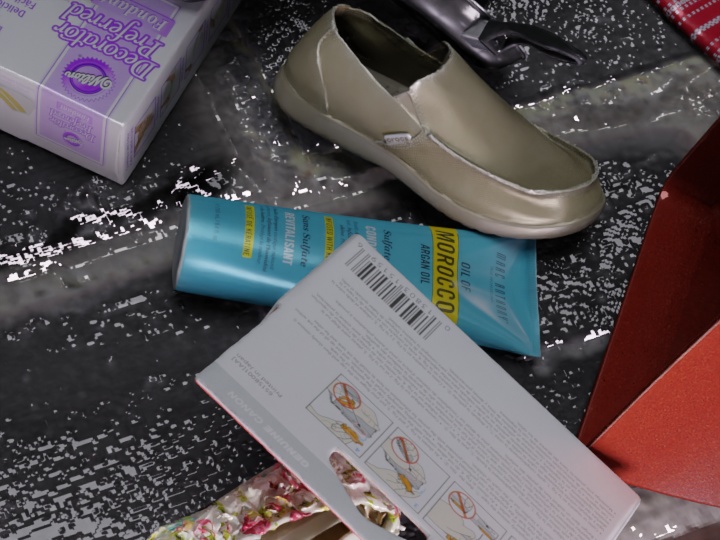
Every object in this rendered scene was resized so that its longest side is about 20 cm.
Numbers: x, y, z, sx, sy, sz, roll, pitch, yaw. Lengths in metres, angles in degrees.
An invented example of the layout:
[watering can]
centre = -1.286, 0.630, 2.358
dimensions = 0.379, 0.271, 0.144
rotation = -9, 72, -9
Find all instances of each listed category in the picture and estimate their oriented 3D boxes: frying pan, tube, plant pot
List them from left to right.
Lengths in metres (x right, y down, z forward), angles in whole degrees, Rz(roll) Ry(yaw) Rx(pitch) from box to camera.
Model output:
[tube]
centre = 0.000, 0.000, 1.153
dimensions = 0.198, 0.050, 0.078
rotation = 8, 62, -11
[frying pan]
centre = 0.070, -0.131, 1.203
dimensions = 0.190, 0.115, 0.031
rotation = 40, 92, 34
[plant pot]
centre = 0.246, 0.021, 1.098
dimensions = 0.175, 0.200, 0.201
rotation = 27, 56, -5

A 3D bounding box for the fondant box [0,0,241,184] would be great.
[fondant box]
centre = -0.151, -0.163, 1.222
dimensions = 0.143, 0.058, 0.201
rotation = 24, 58, 7

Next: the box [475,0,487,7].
[box]
centre = 0.042, -0.293, 1.257
dimensions = 0.196, 0.117, 0.201
rotation = 37, 89, 15

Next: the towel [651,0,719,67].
[towel]
centre = 0.218, -0.215, 1.337
dimensions = 0.144, 0.023, 0.200
rotation = -31, 67, -24

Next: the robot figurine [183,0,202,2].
[robot figurine]
centre = -0.084, -0.238, 1.157
dimensions = 0.198, 0.151, 0.126
rotation = -5, 51, 16

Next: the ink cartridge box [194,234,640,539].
[ink cartridge box]
centre = 0.024, 0.093, 1.035
dimensions = 0.200, 0.044, 0.173
rotation = 43, 37, 4

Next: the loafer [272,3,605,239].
[loafer]
centre = 0.046, -0.083, 1.186
dimensions = 0.199, 0.069, 0.076
rotation = 25, 38, 8

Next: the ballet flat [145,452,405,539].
[ballet flat]
centre = -0.061, 0.144, 1.027
dimensions = 0.199, 0.076, 0.064
rotation = -33, 54, -25
